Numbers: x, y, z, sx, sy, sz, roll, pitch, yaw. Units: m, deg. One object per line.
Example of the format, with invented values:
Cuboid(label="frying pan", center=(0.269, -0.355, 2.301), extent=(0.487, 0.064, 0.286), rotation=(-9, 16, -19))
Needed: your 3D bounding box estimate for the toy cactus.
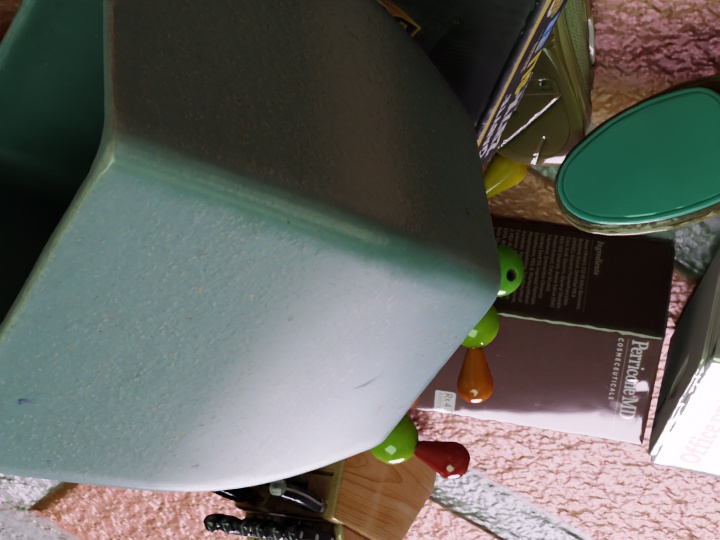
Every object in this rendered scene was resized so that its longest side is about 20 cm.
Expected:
Cuboid(label="toy cactus", center=(0.000, 0.000, 1.087), extent=(0.165, 0.102, 0.201), rotation=(7, 99, 16))

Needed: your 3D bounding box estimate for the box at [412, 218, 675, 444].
Cuboid(label="box", center=(0.068, 0.028, 1.176), extent=(0.199, 0.075, 0.100), rotation=(7, 139, 5))

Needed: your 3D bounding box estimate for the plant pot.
Cuboid(label="plant pot", center=(-0.055, -0.023, 0.905), extent=(0.200, 0.196, 0.196), rotation=(18, 130, -24))

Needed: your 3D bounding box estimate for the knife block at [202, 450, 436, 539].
Cuboid(label="knife block", center=(-0.024, 0.101, 1.226), extent=(0.064, 0.200, 0.176), rotation=(5, 120, 22))

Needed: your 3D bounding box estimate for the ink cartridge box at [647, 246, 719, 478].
Cuboid(label="ink cartridge box", center=(0.269, 0.063, 1.132), extent=(0.199, 0.084, 0.145), rotation=(13, 152, 1))

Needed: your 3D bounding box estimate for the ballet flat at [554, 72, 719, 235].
Cuboid(label="ballet flat", center=(0.189, -0.071, 1.013), extent=(0.200, 0.068, 0.072), rotation=(-31, 165, 15))

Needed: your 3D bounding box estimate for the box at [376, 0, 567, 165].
Cuboid(label="box", center=(-0.004, -0.149, 0.959), extent=(0.200, 0.049, 0.160), rotation=(36, 138, 9))

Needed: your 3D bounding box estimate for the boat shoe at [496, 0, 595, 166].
Cuboid(label="boat shoe", center=(0.076, -0.143, 1.000), extent=(0.073, 0.063, 0.201), rotation=(1, 132, 25))
